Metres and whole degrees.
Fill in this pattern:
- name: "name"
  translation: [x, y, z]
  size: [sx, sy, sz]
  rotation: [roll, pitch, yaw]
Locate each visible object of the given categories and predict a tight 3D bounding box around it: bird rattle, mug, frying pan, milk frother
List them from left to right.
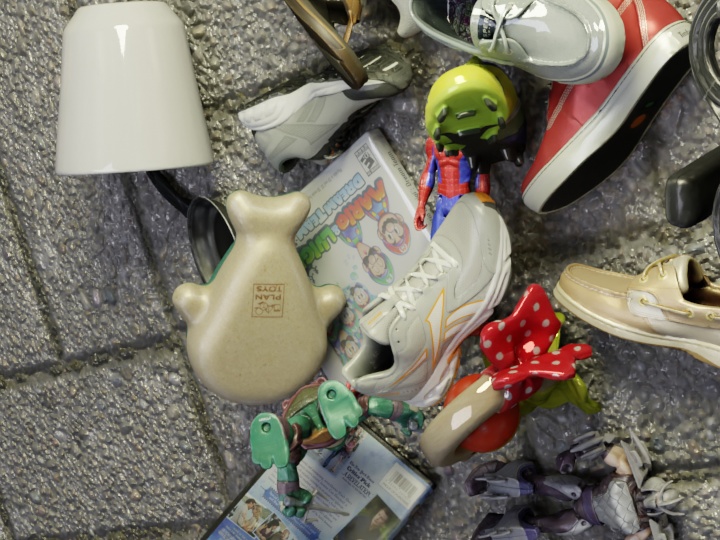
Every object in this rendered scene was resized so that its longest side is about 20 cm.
- name: "mug"
  translation: [-0.232, -0.171, 1.513]
  size: [0.185, 0.149, 0.155]
  rotation: [0, 98, 33]
- name: "frying pan"
  translation: [-0.153, -0.030, 1.565]
  size: [0.190, 0.031, 0.116]
  rotation: [34, 136, 51]
- name: "bird rattle"
  translation: [0.118, 0.103, 1.275]
  size: [0.163, 0.200, 0.113]
  rotation: [-42, 82, 8]
- name: "milk frother"
  translation: [0.307, -0.098, 1.050]
  size: [0.180, 0.187, 0.202]
  rotation: [28, 121, 28]

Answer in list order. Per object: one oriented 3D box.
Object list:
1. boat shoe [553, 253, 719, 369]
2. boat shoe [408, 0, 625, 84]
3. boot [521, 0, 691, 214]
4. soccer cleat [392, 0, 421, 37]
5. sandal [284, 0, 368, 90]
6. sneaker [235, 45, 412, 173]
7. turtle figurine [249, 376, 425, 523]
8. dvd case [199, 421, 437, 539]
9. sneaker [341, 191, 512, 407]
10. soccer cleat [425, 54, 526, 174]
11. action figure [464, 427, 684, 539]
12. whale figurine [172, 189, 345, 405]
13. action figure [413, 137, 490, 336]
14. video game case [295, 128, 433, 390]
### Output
- name: "boat shoe"
  translation: [0.245, 0.021, 1.228]
  size: [0.198, 0.074, 0.070]
  rotation: [18, 114, 24]
- name: "boat shoe"
  translation: [0.109, -0.180, 1.193]
  size: [0.200, 0.071, 0.071]
  rotation: [25, 116, 50]
- name: "boot"
  translation: [0.160, -0.153, 1.241]
  size: [0.145, 0.072, 0.201]
  rotation: [51, 129, 22]
- name: "soccer cleat"
  translation: [0.000, -0.279, 1.323]
  size: [0.201, 0.070, 0.086]
  rotation: [52, 132, 13]
- name: "sandal"
  translation: [-0.028, -0.225, 1.333]
  size: [0.054, 0.201, 0.082]
  rotation: [-33, 127, 9]
- name: "sneaker"
  translation: [-0.022, -0.139, 1.398]
  size: [0.199, 0.074, 0.080]
  rotation: [-16, 105, 48]
- name: "turtle figurine"
  translation: [-0.029, 0.145, 1.401]
  size: [0.150, 0.200, 0.101]
  rotation: [-44, 73, 0]
- name: "dvd case"
  translation: [-0.045, 0.230, 1.484]
  size: [0.142, 0.200, 0.018]
  rotation: [37, 171, 26]
- name: "sneaker"
  translation: [0.050, 0.027, 1.282]
  size: [0.076, 0.091, 0.201]
  rotation: [49, 126, 45]
- name: "soccer cleat"
  translation: [0.085, -0.131, 1.231]
  size: [0.064, 0.200, 0.085]
  rotation: [-12, 79, 13]
- name: "action figure"
  translation: [0.183, 0.198, 1.342]
  size: [0.199, 0.069, 0.132]
  rotation: [-10, 94, 38]
- name: "whale figurine"
  translation: [-0.093, 0.018, 1.448]
  size: [0.104, 0.157, 0.202]
  rotation: [-122, 34, -66]
- name: "action figure"
  translation: [0.079, -0.047, 1.343]
  size: [0.065, 0.052, 0.202]
  rotation: [2, 97, 30]
- name: "video game case"
  translation: [0.000, 0.000, 1.453]
  size: [0.200, 0.024, 0.183]
  rotation: [-38, 80, 41]
